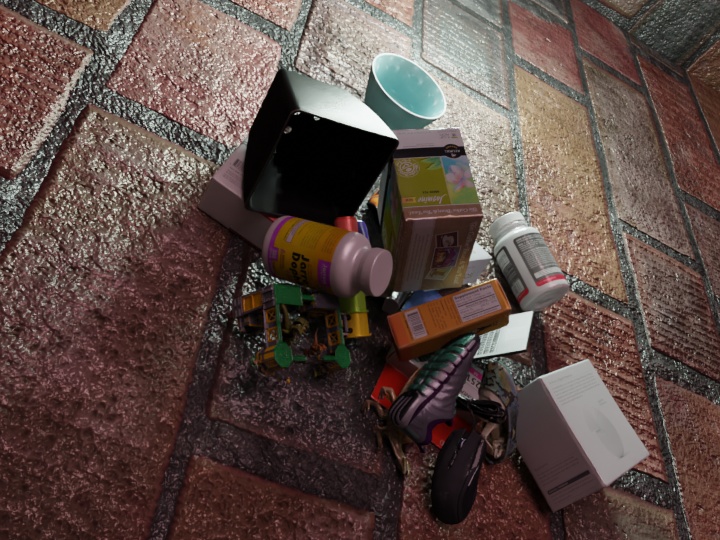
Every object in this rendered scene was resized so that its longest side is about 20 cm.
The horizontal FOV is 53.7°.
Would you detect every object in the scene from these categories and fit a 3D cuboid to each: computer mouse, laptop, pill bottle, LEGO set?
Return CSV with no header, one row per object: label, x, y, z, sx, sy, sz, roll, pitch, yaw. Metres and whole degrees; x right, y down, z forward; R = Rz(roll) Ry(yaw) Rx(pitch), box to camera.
computer mouse,0.134,0.282,1.119,0.046,0.139,0.202,37,72,-46
laptop,0.200,0.078,1.292,0.187,0.197,0.117,-46,121,-65
pill bottle,0.353,-0.021,1.521,0.110,0.111,0.202,-2,58,-37
LEGO set,-0.116,0.100,1.103,0.199,0.115,0.156,-2,76,-52
pill bottle,-0.052,-0.018,1.128,0.198,0.106,0.104,15,34,28

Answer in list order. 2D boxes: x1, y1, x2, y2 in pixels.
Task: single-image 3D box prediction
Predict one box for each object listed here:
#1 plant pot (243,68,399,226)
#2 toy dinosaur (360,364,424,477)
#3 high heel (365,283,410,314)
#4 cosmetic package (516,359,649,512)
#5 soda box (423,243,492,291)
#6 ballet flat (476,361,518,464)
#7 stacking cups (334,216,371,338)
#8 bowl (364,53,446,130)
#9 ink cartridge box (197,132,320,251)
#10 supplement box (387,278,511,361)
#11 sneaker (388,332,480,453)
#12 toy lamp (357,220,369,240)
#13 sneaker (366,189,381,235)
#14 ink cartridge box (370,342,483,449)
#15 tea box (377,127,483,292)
plant pot,-0.086,-0.215,1.189,0.197,0.201,0.179,9,41,-32
toy dinosaur,0.057,0.230,1.151,0.101,0.058,0.202,32,53,-28
high heel,0.000,0.000,1.298,0.199,0.072,0.143,32,24,3
cosmetic package,0.375,0.286,1.263,0.198,0.123,0.202,-5,60,-48
soda box,0.172,-0.013,1.382,0.064,0.068,0.199,46,30,25
ballet flat,0.222,0.243,1.172,0.073,0.202,0.075,-10,31,6
stacking cups,-0.020,0.012,1.193,0.060,0.060,0.203,-4,88,-38
bowl,0.087,-0.388,1.631,0.199,0.105,0.203,19,48,-22
ink cartridge box,-0.173,-0.152,1.263,0.144,0.084,0.201,35,44,-8
supplement box,0.147,0.084,1.183,0.197,0.067,0.070,-17,62,-2
sneaker,0.133,0.189,1.124,0.200,0.074,0.088,-44,103,-19
toy lamp,-0.038,-0.121,1.360,0.058,0.058,0.202,-4,56,-38
sneaker,0.095,-0.096,1.406,0.199,0.078,0.112,28,45,29
ink cartridge box,0.129,0.202,1.226,0.199,0.044,0.174,37,41,-6
tea box,0.111,-0.101,1.216,0.132,0.201,0.199,-4,54,-7
